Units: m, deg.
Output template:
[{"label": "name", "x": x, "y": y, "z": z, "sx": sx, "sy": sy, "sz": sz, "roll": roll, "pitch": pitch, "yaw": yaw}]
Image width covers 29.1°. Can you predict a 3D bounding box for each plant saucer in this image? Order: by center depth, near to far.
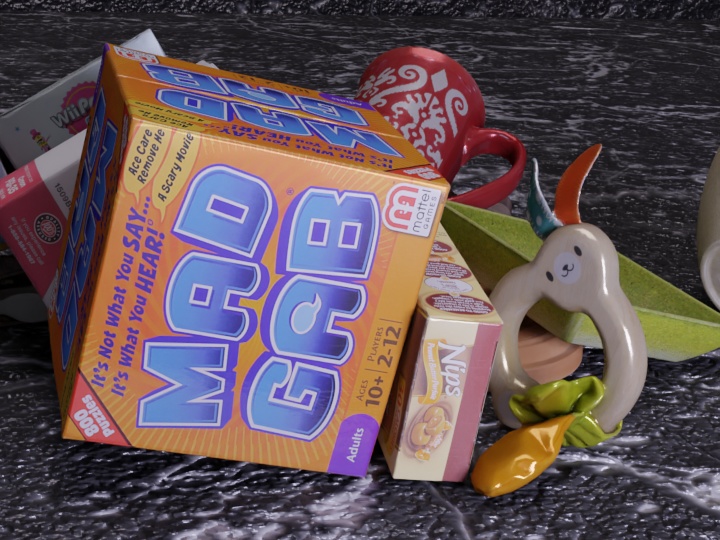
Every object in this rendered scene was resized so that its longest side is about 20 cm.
[{"label": "plant saucer", "x": 0.177, "y": 0.015, "z": 1.124, "sx": 0.198, "sy": 0.048, "sz": 0.200, "roll": 11, "pitch": 18, "yaw": -38}, {"label": "plant saucer", "x": 0.082, "y": 0.047, "z": 1.125, "sx": 0.197, "sy": 0.033, "sz": 0.201, "roll": 3, "pitch": 16, "yaw": -1}]

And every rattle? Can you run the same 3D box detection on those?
[{"label": "rattle", "x": 0.109, "y": 0.025, "z": 0.908, "sx": 0.141, "sy": 0.203, "sz": 0.130, "roll": -9, "pitch": 21, "yaw": -35}]

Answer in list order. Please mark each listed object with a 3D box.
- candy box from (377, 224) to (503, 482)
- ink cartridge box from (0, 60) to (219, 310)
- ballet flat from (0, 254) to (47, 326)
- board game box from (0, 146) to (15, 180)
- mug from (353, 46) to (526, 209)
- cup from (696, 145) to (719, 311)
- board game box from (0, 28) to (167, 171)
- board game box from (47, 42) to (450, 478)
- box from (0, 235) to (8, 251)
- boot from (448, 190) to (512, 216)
[{"label": "candy box", "x": 0.034, "y": 0.040, "z": 0.944, "sx": 0.054, "sy": 0.117, "sz": 0.200, "roll": 5, "pitch": 24, "yaw": -14}, {"label": "ink cartridge box", "x": -0.159, "y": -0.045, "z": 1.041, "sx": 0.199, "sy": 0.148, "sz": 0.083, "roll": -32, "pitch": 20, "yaw": -7}, {"label": "ballet flat", "x": -0.221, "y": 0.017, "z": 1.123, "sx": 0.197, "sy": 0.069, "sz": 0.067, "roll": -9, "pitch": 22, "yaw": -4}, {"label": "board game box", "x": -0.375, "y": -0.045, "z": 1.130, "sx": 0.197, "sy": 0.042, "sz": 0.200, "roll": -25, "pitch": 8, "yaw": -8}, {"label": "mug", "x": 0.047, "y": -0.104, "z": 1.277, "sx": 0.175, "sy": 0.135, "sz": 0.201, "roll": -9, "pitch": 32, "yaw": 29}, {"label": "cup", "x": 0.371, "y": -0.027, "z": 1.200, "sx": 0.199, "sy": 0.202, "sz": 0.143, "roll": 17, "pitch": 47, "yaw": 37}, {"label": "board game box", "x": -0.228, "y": -0.134, "z": 1.151, "sx": 0.146, "sy": 0.065, "sz": 0.200, "roll": -31, "pitch": 11, "yaw": -7}, {"label": "board game box", "x": -0.085, "y": -0.011, "z": 0.911, "sx": 0.197, "sy": 0.202, "sz": 0.200, "roll": 10, "pitch": 18, "yaw": -19}, {"label": "box", "x": -0.294, "y": -0.046, "z": 1.198, "sx": 0.118, "sy": 0.042, "sz": 0.200, "roll": -23, "pitch": 6, "yaw": 7}, {"label": "boot", "x": 0.054, "y": -0.040, "z": 1.354, "sx": 0.198, "sy": 0.071, "sz": 0.146, "roll": -1, "pitch": 25, "yaw": 29}]
